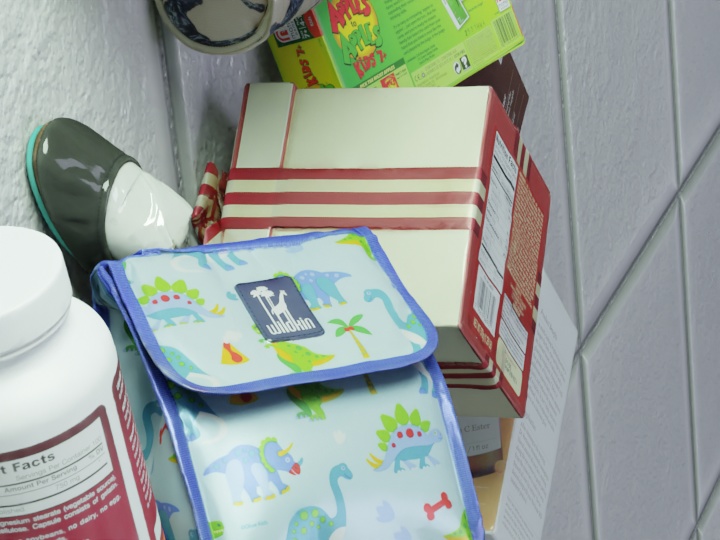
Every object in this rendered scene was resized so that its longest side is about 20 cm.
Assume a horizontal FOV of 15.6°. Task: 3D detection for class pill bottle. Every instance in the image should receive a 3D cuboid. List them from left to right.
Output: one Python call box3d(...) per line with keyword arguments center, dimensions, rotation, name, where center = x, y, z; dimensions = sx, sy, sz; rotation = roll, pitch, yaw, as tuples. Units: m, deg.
box3d(center=(-0.165, 0.084, 1.287), dimensions=(0.113, 0.112, 0.201), rotation=(-61, 147, -50), name="pill bottle")

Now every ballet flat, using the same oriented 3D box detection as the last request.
box3d(center=(-0.120, -0.012, 1.460), dimensions=(0.200, 0.068, 0.068), rotation=(68, 33, -48), name="ballet flat")

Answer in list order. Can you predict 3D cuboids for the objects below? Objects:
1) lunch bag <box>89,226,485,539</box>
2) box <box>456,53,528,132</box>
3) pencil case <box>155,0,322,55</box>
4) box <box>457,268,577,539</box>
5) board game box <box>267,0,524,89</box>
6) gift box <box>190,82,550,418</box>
box3d(center=(-0.045, 0.079, 1.407), dimensions=(0.169, 0.127, 0.201), rotation=(-7, 75, -30), name="lunch bag")
box3d(center=(0.061, -0.143, 1.932), dimensions=(0.200, 0.075, 0.101), rotation=(57, 41, -55), name="box")
box3d(center=(-0.056, -0.194, 1.595), dimensions=(0.200, 0.089, 0.078), rotation=(-45, 154, -60), name="pencil case")
box3d(center=(0.053, 0.103, 1.824), dimensions=(0.106, 0.152, 0.201), rotation=(56, 40, -57), name="box")
box3d(center=(0.024, -0.161, 1.751), dimensions=(0.200, 0.047, 0.102), rotation=(-35, 107, -47), name="board game box")
box3d(center=(0.000, 0.000, 1.617), dimensions=(0.185, 0.186, 0.201), rotation=(58, 38, -56), name="gift box")
